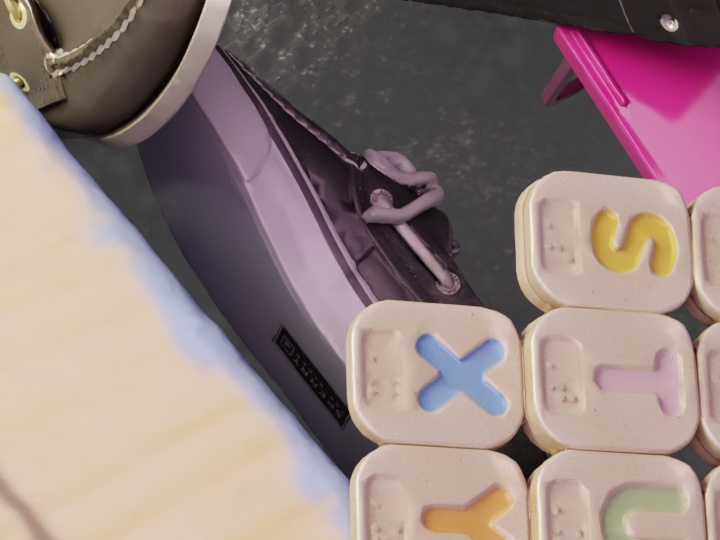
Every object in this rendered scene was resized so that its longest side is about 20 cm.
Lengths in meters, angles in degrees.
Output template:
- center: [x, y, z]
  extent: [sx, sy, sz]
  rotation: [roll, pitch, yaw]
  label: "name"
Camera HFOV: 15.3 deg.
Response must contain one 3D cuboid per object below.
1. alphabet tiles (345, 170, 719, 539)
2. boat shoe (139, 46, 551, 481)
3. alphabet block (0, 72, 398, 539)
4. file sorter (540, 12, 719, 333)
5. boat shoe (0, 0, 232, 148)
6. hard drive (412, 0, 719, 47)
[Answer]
- center: [0.091, 0.071, 0.719]
  extent: [0.195, 0.015, 0.200]
  rotation: [6, 70, -18]
  label: "alphabet tiles"
- center: [0.001, -0.001, 0.847]
  extent: [0.068, 0.074, 0.199]
  rotation: [-30, 75, -26]
  label: "boat shoe"
- center: [-0.114, 0.092, 0.786]
  extent: [0.200, 0.195, 0.196]
  rotation: [-40, 83, -7]
  label: "alphabet block"
- center: [0.165, -0.017, 0.839]
  extent: [0.139, 0.125, 0.200]
  rotation: [-32, 85, -6]
  label: "file sorter"
- center: [-0.092, -0.077, 0.796]
  extent: [0.060, 0.202, 0.072]
  rotation: [22, 78, -22]
  label: "boat shoe"
- center: [0.072, -0.133, 0.816]
  extent: [0.140, 0.200, 0.038]
  rotation: [-46, 127, -25]
  label: "hard drive"
